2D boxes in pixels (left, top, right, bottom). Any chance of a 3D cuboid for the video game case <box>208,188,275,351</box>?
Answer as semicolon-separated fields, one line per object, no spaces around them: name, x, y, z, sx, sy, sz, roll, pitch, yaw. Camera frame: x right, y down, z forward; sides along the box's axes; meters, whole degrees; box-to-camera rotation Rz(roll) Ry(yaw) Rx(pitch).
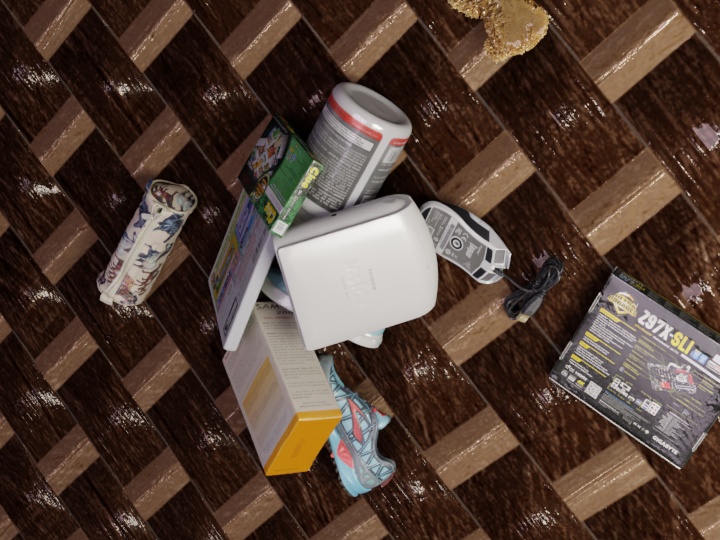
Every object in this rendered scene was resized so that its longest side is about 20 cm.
video game case;-0.157;-0.022;1.475;0.022;0.183;0.202;14;114;-23

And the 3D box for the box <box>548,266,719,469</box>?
box;0.353;0.119;1.321;0.199;0.049;0.161;34;111;15

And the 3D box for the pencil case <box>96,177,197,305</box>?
pencil case;-0.316;-0.038;1.580;0.078;0.089;0.201;39;116;11

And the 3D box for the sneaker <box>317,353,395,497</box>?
sneaker;-0.006;0.206;1.510;0.094;0.079;0.203;-19;93;5

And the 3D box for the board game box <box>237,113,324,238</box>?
board game box;-0.106;-0.126;1.387;0.023;0.200;0.105;29;103;-28

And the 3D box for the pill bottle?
pill bottle;-0.026;-0.130;1.405;0.115;0.116;0.202;37;114;13

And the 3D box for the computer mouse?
computer mouse;0.159;-0.026;1.378;0.199;0.044;0.110;39;135;12

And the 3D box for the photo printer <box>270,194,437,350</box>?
photo printer;0.000;0.000;1.377;0.197;0.070;0.169;-16;117;-4

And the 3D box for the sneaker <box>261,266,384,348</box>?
sneaker;-0.047;0.027;1.482;0.197;0.074;0.083;25;104;9

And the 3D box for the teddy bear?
teddy bear;0.166;-0.354;1.300;0.145;0.067;0.201;-43;76;18

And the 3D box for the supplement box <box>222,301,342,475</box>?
supplement box;-0.110;0.158;1.474;0.127;0.073;0.202;-59;45;38
